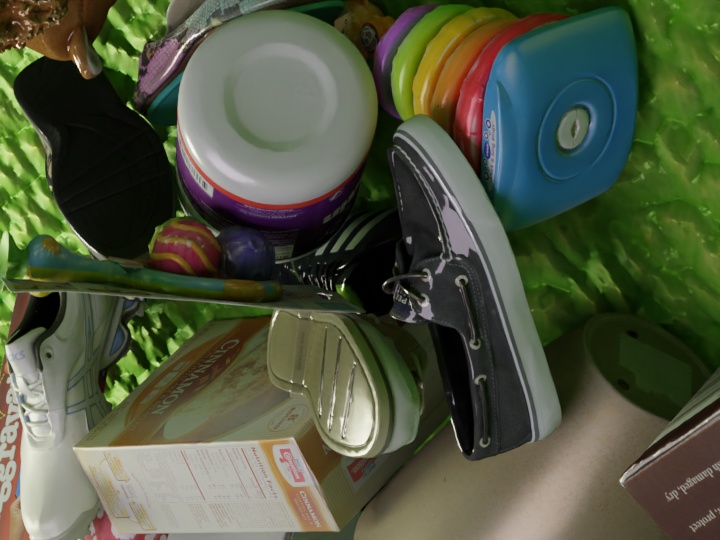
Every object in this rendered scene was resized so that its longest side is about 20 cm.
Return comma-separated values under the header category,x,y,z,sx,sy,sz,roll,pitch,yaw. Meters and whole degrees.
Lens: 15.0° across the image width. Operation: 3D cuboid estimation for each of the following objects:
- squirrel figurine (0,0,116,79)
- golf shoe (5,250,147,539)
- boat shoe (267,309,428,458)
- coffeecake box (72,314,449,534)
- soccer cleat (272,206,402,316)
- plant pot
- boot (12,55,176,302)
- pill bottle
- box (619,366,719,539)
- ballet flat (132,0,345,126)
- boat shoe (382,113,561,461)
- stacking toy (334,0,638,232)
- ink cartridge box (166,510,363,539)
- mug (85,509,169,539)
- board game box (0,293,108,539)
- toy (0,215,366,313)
category,x,y,z,sx,sy,sz,roll,pitch,yaw
squirrel figurine,-0.191,-0.199,1.579,0.141,0.200,0.187,26,126,17
golf shoe,-0.205,0.081,1.779,0.078,0.200,0.097,-10,155,36
boat shoe,0.005,0.057,1.559,0.200,0.068,0.075,-138,56,-68
coffeecake box,-0.057,0.095,1.732,0.200,0.154,0.073,-6,118,42
soccer cleat,0.000,0.000,1.664,0.200,0.081,0.068,-20,107,47
plant pot,0.123,0.126,1.608,0.187,0.187,0.200,38,122,11
boot,-0.144,-0.032,1.705,0.204,0.073,0.154,58,173,46
pill bottle,-0.052,-0.071,1.593,0.112,0.112,0.200,42,167,6
box,0.283,0.108,1.441,0.200,0.166,0.164,47,139,0
ballet flat,-0.081,-0.152,1.630,0.200,0.069,0.071,-31,67,52
boat shoe,0.047,0.015,1.488,0.070,0.066,0.200,31,145,60
stacking toy,0.051,-0.113,1.535,0.200,0.110,0.116,30,130,41
ink cartridge box,-0.021,0.228,1.807,0.200,0.083,0.146,37,146,-28
mug,-0.172,0.200,1.921,0.177,0.133,0.200,27,123,38
board game box,-0.217,0.101,1.866,0.019,0.200,0.103,24,156,-39
toy,-0.106,-0.007,1.541,0.115,0.200,0.047,-152,64,-72
